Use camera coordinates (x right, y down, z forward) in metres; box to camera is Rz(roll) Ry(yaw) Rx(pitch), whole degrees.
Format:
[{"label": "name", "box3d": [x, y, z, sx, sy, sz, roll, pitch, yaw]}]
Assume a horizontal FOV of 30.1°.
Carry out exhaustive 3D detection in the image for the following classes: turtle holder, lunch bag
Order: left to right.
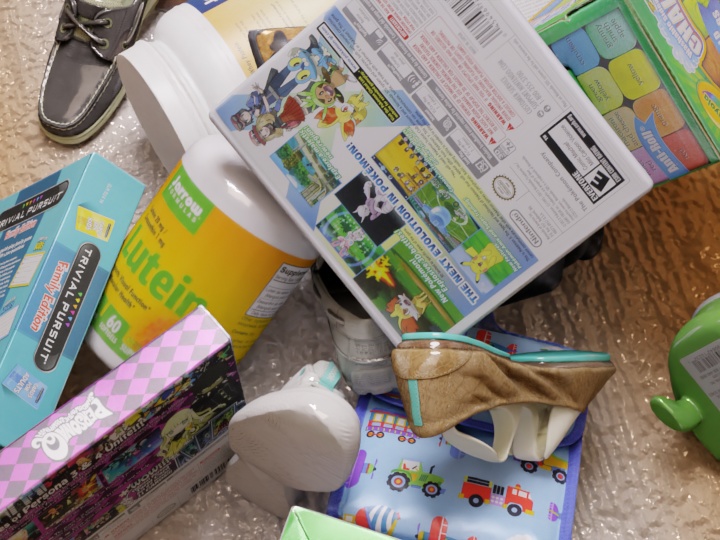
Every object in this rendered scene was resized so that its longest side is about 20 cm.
[{"label": "lunch bag", "box3d": [0.072, 0.113, 0.892, 0.150, 0.094, 0.201, 11, 51, 7]}, {"label": "turtle holder", "box3d": [0.298, 0.078, 0.869, 0.185, 0.141, 0.132, 31, 50, 25]}]

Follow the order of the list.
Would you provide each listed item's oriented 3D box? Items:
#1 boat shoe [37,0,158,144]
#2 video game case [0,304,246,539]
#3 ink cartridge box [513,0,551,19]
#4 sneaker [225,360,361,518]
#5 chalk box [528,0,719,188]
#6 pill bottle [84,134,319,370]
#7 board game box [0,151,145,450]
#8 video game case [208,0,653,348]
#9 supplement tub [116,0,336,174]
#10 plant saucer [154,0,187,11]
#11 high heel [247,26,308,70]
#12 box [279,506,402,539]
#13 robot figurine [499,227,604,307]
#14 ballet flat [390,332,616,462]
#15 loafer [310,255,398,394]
[{"label": "boat shoe", "box3d": [-0.201, -0.197, 1.033, 0.071, 0.066, 0.202, 21, 78, 13]}, {"label": "video game case", "box3d": [-0.157, 0.127, 0.822, 0.200, 0.182, 0.036, -37, 68, -16]}, {"label": "ink cartridge box", "box3d": [0.121, -0.222, 1.036, 0.108, 0.050, 0.201, -21, 109, -10]}, {"label": "sneaker", "box3d": [-0.034, 0.090, 0.829, 0.075, 0.200, 0.089, 35, 67, -2]}, {"label": "chalk box", "box3d": [0.172, -0.125, 0.851, 0.125, 0.124, 0.200, 56, 48, -11]}, {"label": "pill bottle", "box3d": [-0.090, -0.018, 0.884, 0.111, 0.111, 0.200, 42, 105, 19]}, {"label": "board game box", "box3d": [-0.231, 0.032, 0.892, 0.047, 0.151, 0.201, 34, 60, -29]}, {"label": "video game case", "box3d": [0.040, -0.072, 0.790, 0.182, 0.022, 0.200, -38, 96, 14]}, {"label": "supplement tub", "box3d": [-0.062, -0.148, 0.980, 0.199, 0.145, 0.145, -30, 67, -15]}, {"label": "plant saucer", "box3d": [-0.131, -0.304, 1.122, 0.199, 0.035, 0.201, 0, 64, 1]}, {"label": "high heel", "box3d": [0.008, -0.179, 0.865, 0.142, 0.071, 0.201, 32, 66, -34]}, {"label": "box", "box3d": [0.041, 0.234, 0.769, 0.199, 0.177, 0.097, 16, 65, 9]}, {"label": "robot figurine", "box3d": [0.113, -0.077, 0.948, 0.124, 0.151, 0.201, 7, 60, 12]}, {"label": "ballet flat", "box3d": [0.090, 0.079, 0.811, 0.068, 0.199, 0.073, -3, 82, 38]}, {"label": "loafer", "box3d": [0.000, 0.000, 0.914, 0.070, 0.070, 0.200, -13, 36, -4]}]
